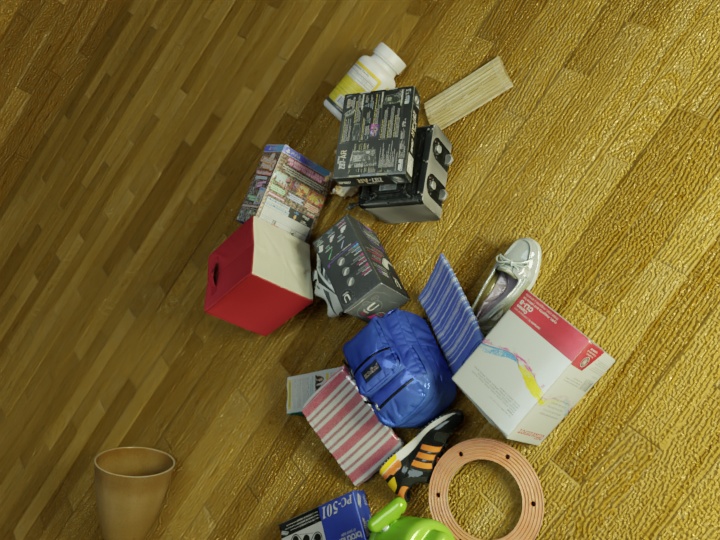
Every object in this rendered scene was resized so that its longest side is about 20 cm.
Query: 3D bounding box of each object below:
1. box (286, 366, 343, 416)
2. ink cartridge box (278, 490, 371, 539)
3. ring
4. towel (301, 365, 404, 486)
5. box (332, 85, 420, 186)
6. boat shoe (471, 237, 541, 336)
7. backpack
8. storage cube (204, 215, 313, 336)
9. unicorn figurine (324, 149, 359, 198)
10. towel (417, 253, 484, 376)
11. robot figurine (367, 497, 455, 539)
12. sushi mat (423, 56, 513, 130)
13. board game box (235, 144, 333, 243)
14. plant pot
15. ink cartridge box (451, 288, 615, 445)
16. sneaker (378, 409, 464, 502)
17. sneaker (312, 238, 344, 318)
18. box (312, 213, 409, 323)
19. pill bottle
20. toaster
[{"bbox_3d":[-0.067,0.256,1.318,0.199,0.049,0.083,-16,64,32],"label":"box"},{"bbox_3d":[-0.067,0.514,1.221,0.200,0.044,0.094,-33,58,22],"label":"ink cartridge box"},{"bbox_3d":[0.213,0.390,1.059,0.200,0.019,0.201,-7,75,26],"label":"ring"},{"bbox_3d":[-0.017,0.308,1.235,0.146,0.030,0.200,-47,72,24],"label":"towel"},{"bbox_3d":[0.034,-0.275,1.279,0.160,0.044,0.201,-1,72,23],"label":"box"},{"bbox_3d":[0.265,0.027,1.150,0.074,0.065,0.202,36,96,40],"label":"boat shoe"},{"bbox_3d":[0.067,0.197,1.168,0.163,0.167,0.200,-48,51,28],"label":"backpack"},{"bbox_3d":[-0.229,0.016,1.422,0.180,0.200,0.171,-36,43,33],"label":"storage cube"},{"bbox_3d":[-0.026,-0.220,1.409,0.200,0.137,0.074,-47,73,26],"label":"unicorn figurine"},{"bbox_3d":[0.167,0.089,1.173,0.145,0.024,0.201,110,147,-49],"label":"towel"},{"bbox_3d":[0.086,0.479,1.048,0.116,0.176,0.200,-44,7,-32],"label":"robot figurine"},{"bbox_3d":[0.234,-0.385,1.368,0.200,0.012,0.096,-28,60,26],"label":"sushi mat"},{"bbox_3d":[-0.179,-0.178,1.491,0.097,0.159,0.201,15,81,52],"label":"board game box"},{"bbox_3d":[-0.561,0.557,1.503,0.186,0.186,0.201,13,94,39],"label":"plant pot"},{"bbox_3d":[0.284,0.165,1.029,0.200,0.145,0.145,-52,51,8],"label":"ink cartridge box"},{"bbox_3d":[0.129,0.341,1.137,0.200,0.070,0.090,-44,69,14],"label":"sneaker"},{"bbox_3d":[-0.080,0.018,1.405,0.088,0.074,0.200,-37,54,18],"label":"sneaker"},{"bbox_3d":[0.000,0.000,1.321,0.106,0.122,0.200,-39,53,17],"label":"box"},{"bbox_3d":[0.014,-0.442,1.492,0.200,0.111,0.111,-47,52,12],"label":"pill bottle"},{"bbox_3d":[0.091,-0.201,1.334,0.199,0.119,0.182,-1,71,36],"label":"toaster"}]
